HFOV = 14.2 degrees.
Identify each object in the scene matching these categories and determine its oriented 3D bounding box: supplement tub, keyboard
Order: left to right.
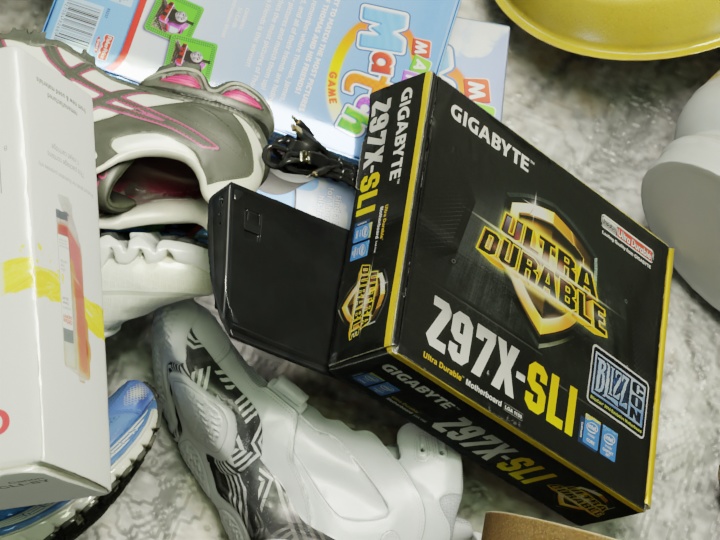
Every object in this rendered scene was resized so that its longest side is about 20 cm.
[{"bbox_3d":[0.000,0.000,1.422,0.200,0.021,0.127,23,59,-42],"label":"keyboard"},{"bbox_3d":[0.259,-0.073,1.532,0.145,0.145,0.200,44,68,6],"label":"supplement tub"}]

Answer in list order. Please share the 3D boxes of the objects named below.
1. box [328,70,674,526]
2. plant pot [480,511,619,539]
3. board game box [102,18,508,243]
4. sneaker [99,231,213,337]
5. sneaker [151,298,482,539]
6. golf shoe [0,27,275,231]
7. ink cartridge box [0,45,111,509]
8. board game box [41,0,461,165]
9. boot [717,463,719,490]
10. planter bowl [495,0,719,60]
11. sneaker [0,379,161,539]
[{"bbox_3d":[0.075,0.017,1.449,0.200,0.049,0.160,34,54,-36],"label":"box"},{"bbox_3d":[0.119,0.237,1.386,0.186,0.186,0.200,19,82,-4],"label":"plant pot"},{"bbox_3d":[-0.027,-0.073,1.522,0.200,0.037,0.151,9,68,-9],"label":"board game box"},{"bbox_3d":[-0.160,0.025,1.428,0.200,0.075,0.081,-10,88,11],"label":"sneaker"},{"bbox_3d":[-0.021,0.088,1.455,0.115,0.075,0.200,-26,82,-21],"label":"sneaker"},{"bbox_3d":[-0.144,-0.066,1.419,0.200,0.077,0.088,6,33,6],"label":"golf shoe"},{"bbox_3d":[-0.200,0.013,1.344,0.145,0.083,0.200,-10,73,18],"label":"ink cartridge box"},{"bbox_3d":[-0.052,-0.139,1.494,0.200,0.037,0.151,18,67,-3],"label":"board game box"},{"bbox_3d":[0.284,0.159,1.491,0.150,0.073,0.200,-14,70,-17],"label":"boot"},{"bbox_3d":[0.156,-0.211,1.545,0.200,0.083,0.201,-8,48,9],"label":"planter bowl"},{"bbox_3d":[-0.185,0.106,1.409,0.200,0.079,0.089,-33,82,-20],"label":"sneaker"}]
